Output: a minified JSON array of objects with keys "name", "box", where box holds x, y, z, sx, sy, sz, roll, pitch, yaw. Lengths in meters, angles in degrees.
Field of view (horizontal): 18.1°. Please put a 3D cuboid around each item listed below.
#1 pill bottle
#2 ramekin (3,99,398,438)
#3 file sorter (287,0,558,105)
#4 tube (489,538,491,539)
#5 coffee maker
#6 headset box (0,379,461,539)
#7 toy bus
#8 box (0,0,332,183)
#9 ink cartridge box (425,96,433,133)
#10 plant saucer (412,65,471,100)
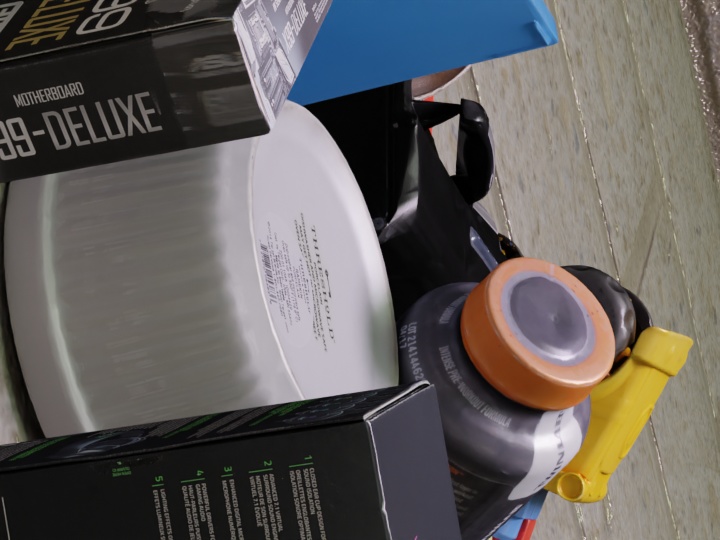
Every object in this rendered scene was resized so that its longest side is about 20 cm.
[{"name":"pill bottle","box":[0.041,0.077,1.090,0.106,0.200,0.107,19,47,-22]},{"name":"ramekin","box":[-0.060,0.016,0.990,0.200,0.105,0.201,-13,90,-71]},{"name":"file sorter","box":[-0.026,-0.163,1.070,0.139,0.199,0.123,41,40,-65]},{"name":"tube","box":[0.051,0.190,1.248,0.058,0.052,0.201,23,45,-23]},{"name":"coffee maker","box":[0.000,0.000,1.235,0.193,0.134,0.200,-66,150,-20]},{"name":"headset box","box":[-0.050,0.140,0.816,0.093,0.199,0.175,-18,98,-73]},{"name":"toy bus","box":[0.080,0.075,1.405,0.193,0.199,0.136,-65,165,2]},{"name":"box","box":[-0.093,-0.103,0.882,0.200,0.157,0.050,-69,146,-58]},{"name":"ink cartridge box","box":[0.035,-0.161,1.534,0.200,0.050,0.163,57,29,-48]},{"name":"plant saucer","box":[0.017,-0.203,1.380,0.200,0.032,0.201,-8,102,-41]}]
